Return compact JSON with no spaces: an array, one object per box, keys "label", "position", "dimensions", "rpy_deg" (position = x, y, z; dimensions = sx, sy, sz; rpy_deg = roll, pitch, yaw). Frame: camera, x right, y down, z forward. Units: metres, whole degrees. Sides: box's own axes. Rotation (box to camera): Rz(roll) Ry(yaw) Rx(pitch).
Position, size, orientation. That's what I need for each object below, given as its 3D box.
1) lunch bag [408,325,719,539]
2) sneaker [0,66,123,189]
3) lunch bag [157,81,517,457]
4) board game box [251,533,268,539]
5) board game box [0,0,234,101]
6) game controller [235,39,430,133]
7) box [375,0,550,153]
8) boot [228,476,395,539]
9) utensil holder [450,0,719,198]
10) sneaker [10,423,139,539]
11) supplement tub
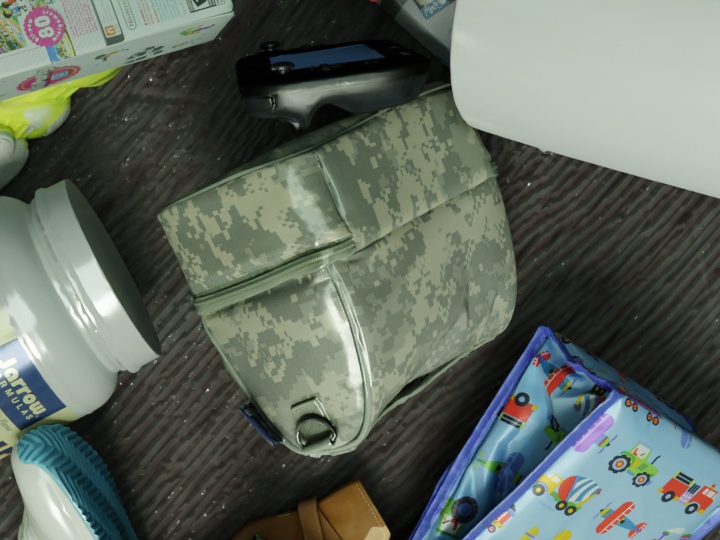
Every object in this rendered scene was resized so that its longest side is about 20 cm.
[{"label":"lunch bag","position":[0.128,0.163,0.802],"dimensions":[0.151,0.094,0.200],"rpy_deg":[32,98,-31]},{"label":"sneaker","position":[-0.241,-0.118,0.784],"dimensions":[0.105,0.076,0.200],"rpy_deg":[44,72,5]},{"label":"lunch bag","position":[0.000,0.000,0.742],"dimensions":[0.139,0.200,0.168],"rpy_deg":[-23,94,40]},{"label":"board game box","position":[-0.001,0.255,0.778],"dimensions":[0.200,0.023,0.105],"rpy_deg":[28,84,-8]},{"label":"board game box","position":[-0.194,-0.184,0.723],"dimensions":[0.200,0.064,0.148],"rpy_deg":[-20,92,-19]},{"label":"game controller","position":[-0.021,-0.118,0.739],"dimensions":[0.104,0.200,0.042],"rpy_deg":[-17,106,-2]},{"label":"box","position":[0.102,-0.201,0.825],"dimensions":[0.200,0.041,0.156],"rpy_deg":[40,88,-4]},{"label":"boot","position":[-0.018,0.249,0.823],"dimensions":[0.155,0.077,0.200],"rpy_deg":[-30,87,-7]},{"label":"utensil holder","position":[0.171,-0.132,0.695],"dimensions":[0.200,0.170,0.170],"rpy_deg":[18,91,22]},{"label":"sneaker","position":[-0.178,0.175,0.758],"dimensions":[0.081,0.077,0.200],"rpy_deg":[-14,130,-3]},{"label":"supplement tub","position":[-0.237,0.044,0.752],"dimensions":[0.200,0.145,0.145],"rpy_deg":[-28,94,-3]}]
